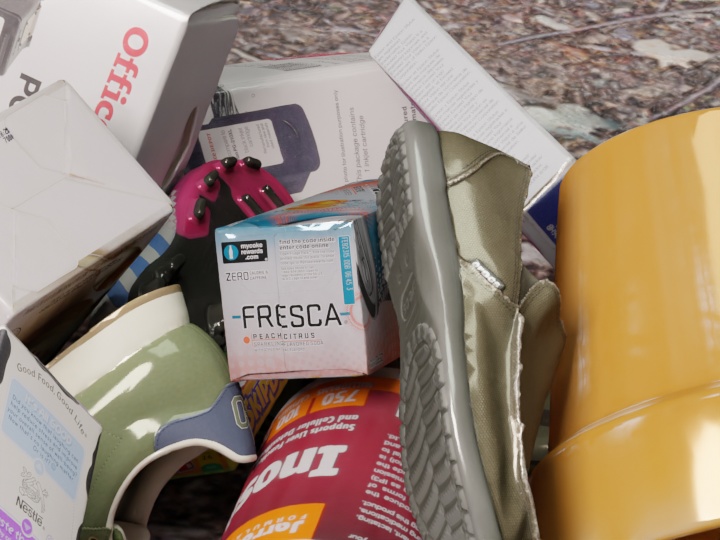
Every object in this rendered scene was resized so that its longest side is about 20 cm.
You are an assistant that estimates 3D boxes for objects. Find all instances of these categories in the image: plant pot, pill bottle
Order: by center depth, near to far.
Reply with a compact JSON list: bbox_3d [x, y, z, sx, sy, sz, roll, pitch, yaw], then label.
[{"bbox_3d":[-0.007,0.134,1.086,0.112,0.113,0.200,9,30,8],"label":"pill bottle"},{"bbox_3d":[0.160,0.038,1.119,0.199,0.200,0.184,-3,69,-13],"label":"plant pot"}]

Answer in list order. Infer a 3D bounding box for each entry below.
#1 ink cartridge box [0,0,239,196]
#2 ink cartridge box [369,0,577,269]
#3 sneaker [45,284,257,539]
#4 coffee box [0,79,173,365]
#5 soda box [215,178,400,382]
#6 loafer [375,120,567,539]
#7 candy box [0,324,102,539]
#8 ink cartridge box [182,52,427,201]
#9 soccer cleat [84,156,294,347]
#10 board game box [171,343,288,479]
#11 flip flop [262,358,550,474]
[{"bbox_3d":[-0.176,-0.097,1.243,0.199,0.146,0.083,25,14,9],"label":"ink cartridge box"},{"bbox_3d":[0.083,-0.046,1.331,0.043,0.196,0.200,-43,47,2],"label":"ink cartridge box"},{"bbox_3d":[-0.131,0.099,1.125,0.090,0.200,0.067,53,8,6],"label":"sneaker"},{"bbox_3d":[-0.182,0.022,1.160,0.080,0.200,0.114,48,42,6],"label":"coffee box"},{"bbox_3d":[0.000,0.000,1.182,0.063,0.069,0.200,-4,7,17],"label":"soda box"},{"bbox_3d":[0.053,0.030,1.055,0.069,0.075,0.201,0,65,-14],"label":"loafer"},{"bbox_3d":[-0.194,0.135,0.971,0.167,0.072,0.201,-16,45,27],"label":"candy box"},{"bbox_3d":[-0.081,-0.061,1.390,0.199,0.085,0.145,-10,8,-23],"label":"ink cartridge box"},{"bbox_3d":[-0.088,0.009,1.245,0.070,0.086,0.200,48,27,-7],"label":"soccer cleat"},{"bbox_3d":[-0.070,0.037,1.286,0.095,0.030,0.200,-10,25,26],"label":"board game box"},{"bbox_3d":[0.031,0.053,1.276,0.199,0.058,0.081,10,30,25],"label":"flip flop"}]
